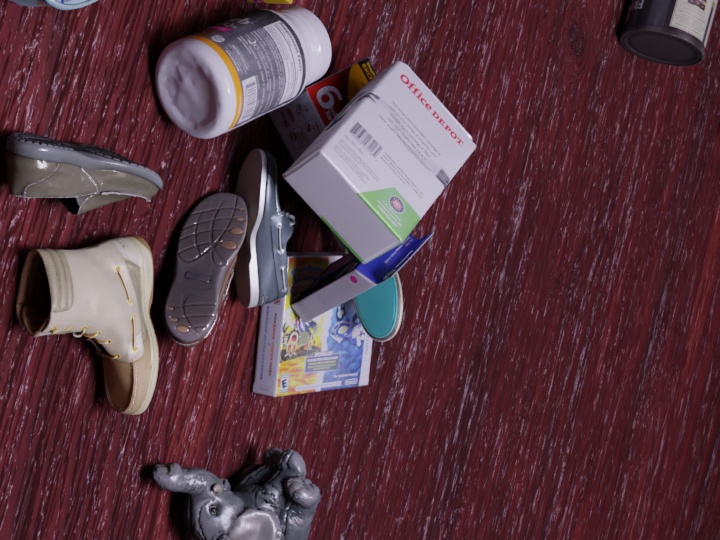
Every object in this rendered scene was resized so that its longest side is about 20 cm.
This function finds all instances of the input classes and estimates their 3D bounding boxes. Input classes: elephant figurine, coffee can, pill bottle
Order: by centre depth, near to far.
[{"bbox_3d":[-0.130,-0.234,1.646,0.200,0.116,0.116,-33,124,-45],"label":"pill bottle"},{"bbox_3d":[-0.159,0.302,1.752,0.200,0.155,0.142,-17,155,-39],"label":"elephant figurine"},{"bbox_3d":[0.540,-0.470,2.451,0.146,0.146,0.200,29,74,-52],"label":"coffee can"}]

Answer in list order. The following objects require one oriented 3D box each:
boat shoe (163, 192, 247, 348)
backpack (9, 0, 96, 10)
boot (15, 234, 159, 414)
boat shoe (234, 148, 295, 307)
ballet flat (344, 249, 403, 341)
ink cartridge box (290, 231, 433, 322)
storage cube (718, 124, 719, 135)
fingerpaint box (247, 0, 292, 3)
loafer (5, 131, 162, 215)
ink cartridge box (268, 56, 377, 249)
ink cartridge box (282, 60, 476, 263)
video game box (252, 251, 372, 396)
[{"bbox_3d":[-0.184,0.000,1.681,0.072,0.076,0.200,102,6,-64],"label":"boat shoe"},{"bbox_3d":[-0.292,-0.356,1.385,0.178,0.150,0.200,-43,135,-40],"label":"backpack"},{"bbox_3d":[-0.293,0.067,1.538,0.155,0.073,0.200,-10,105,-52],"label":"boot"},{"bbox_3d":[-0.113,-0.052,1.737,0.062,0.073,0.200,-5,112,-26],"label":"boat shoe"},{"bbox_3d":[0.017,-0.006,1.869,0.069,0.069,0.200,-7,82,-52],"label":"ballet flat"},{"bbox_3d":[0.000,0.000,1.745,0.037,0.200,0.095,52,53,-10],"label":"ink cartridge box"},{"bbox_3d":[0.847,-0.323,2.868,0.171,0.180,0.200,22,80,-53],"label":"storage cube"},{"bbox_3d":[-0.117,-0.435,1.648,0.167,0.073,0.200,34,71,-51],"label":"fingerpaint box"},{"bbox_3d":[-0.295,-0.095,1.508,0.200,0.075,0.070,10,102,-49],"label":"loafer"},{"bbox_3d":[0.006,-0.156,1.811,0.176,0.084,0.200,-35,99,-44],"label":"ink cartridge box"},{"bbox_3d":[0.026,-0.130,1.694,0.146,0.084,0.200,47,50,-10],"label":"ink cartridge box"},{"bbox_3d":[-0.054,0.067,1.879,0.200,0.047,0.182,-2,97,-53],"label":"video game box"}]
